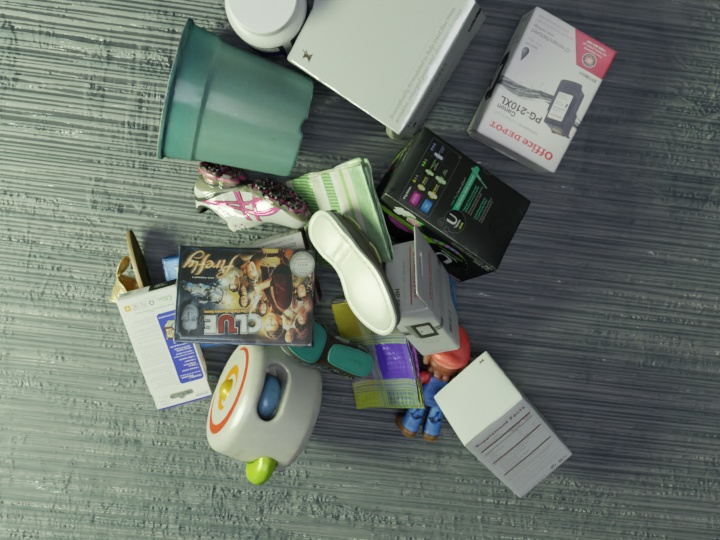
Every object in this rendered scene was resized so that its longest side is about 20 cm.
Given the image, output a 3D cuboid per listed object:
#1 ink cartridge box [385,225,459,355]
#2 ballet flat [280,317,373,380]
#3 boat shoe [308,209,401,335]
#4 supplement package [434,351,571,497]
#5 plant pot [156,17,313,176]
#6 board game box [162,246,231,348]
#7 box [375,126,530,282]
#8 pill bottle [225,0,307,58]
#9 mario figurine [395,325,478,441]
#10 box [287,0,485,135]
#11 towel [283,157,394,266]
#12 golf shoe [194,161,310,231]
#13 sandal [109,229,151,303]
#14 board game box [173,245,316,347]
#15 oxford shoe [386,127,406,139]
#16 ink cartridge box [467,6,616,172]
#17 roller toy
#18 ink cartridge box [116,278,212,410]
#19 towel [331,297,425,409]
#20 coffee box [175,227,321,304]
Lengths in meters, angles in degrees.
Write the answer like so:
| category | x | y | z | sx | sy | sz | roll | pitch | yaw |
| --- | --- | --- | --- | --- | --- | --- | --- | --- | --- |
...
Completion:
| category | x | y | z | sx | sy | sz | roll | pitch | yaw |
| --- | --- | --- | --- | --- | --- | --- | --- | --- | --- |
| ink cartridge box | 0.088 | 0.034 | 1.029 | 0.065 | 0.200 | 0.118 | -12 | 58 | 21 |
| ballet flat | -0.068 | 0.118 | 1.070 | 0.199 | 0.074 | 0.075 | 35 | 98 | -33 |
| boat shoe | 0.002 | -0.002 | 0.966 | 0.072 | 0.060 | 0.203 | -45 | 68 | 31 |
| supplement package | 0.230 | 0.249 | 1.103 | 0.117 | 0.117 | 0.200 | -40 | 126 | 5 |
| plant pot | -0.178 | -0.236 | 1.004 | 0.192 | 0.200 | 0.204 | 14 | 100 | -12 |
| board game box | -0.209 | 0.040 | 1.119 | 0.195 | 0.045 | 0.156 | -7 | 100 | -1 |
| box | 0.126 | -0.094 | 1.042 | 0.198 | 0.148 | 0.126 | 32 | 76 | -7 |
| pill bottle | -0.129 | -0.370 | 0.968 | 0.113 | 0.200 | 0.119 | 0 | 101 | -3 |
| mario figurine | 0.127 | 0.179 | 1.156 | 0.122 | 0.105 | 0.203 | 0 | 116 | -46 |
| box | 0.039 | -0.327 | 0.962 | 0.198 | 0.131 | 0.201 | 35 | 108 | 8 |
| towel | -0.036 | -0.082 | 1.046 | 0.023 | 0.198 | 0.156 | -25 | 103 | -39 |
| golf shoe | -0.169 | -0.101 | 1.076 | 0.197 | 0.073 | 0.094 | 22 | 114 | 13 |
| sandal | -0.365 | 0.049 | 1.098 | 0.068 | 0.078 | 0.216 | -17 | 106 | -5 |
| board game box | -0.162 | 0.038 | 0.979 | 0.195 | 0.035 | 0.139 | 1 | 80 | -2 |
| oxford shoe | 0.075 | -0.306 | 1.065 | 0.057 | 0.074 | 0.204 | 27 | 112 | 36 |
| ink cartridge box | 0.275 | -0.273 | 1.061 | 0.143 | 0.084 | 0.203 | 25 | 98 | -6 |
| roller toy | -0.157 | 0.205 | 1.073 | 0.138 | 0.201 | 0.184 | 25 | 106 | -22 |
| ink cartridge box | -0.305 | 0.119 | 1.082 | 0.093 | 0.037 | 0.204 | -14 | 111 | -4 |
| towel | 0.027 | 0.133 | 1.121 | 0.141 | 0.023 | 0.204 | -6 | 102 | 34 |
| coffee box | -0.167 | 0.016 | 1.053 | 0.196 | 0.080 | 0.115 | -15 | 99 | -1 |
